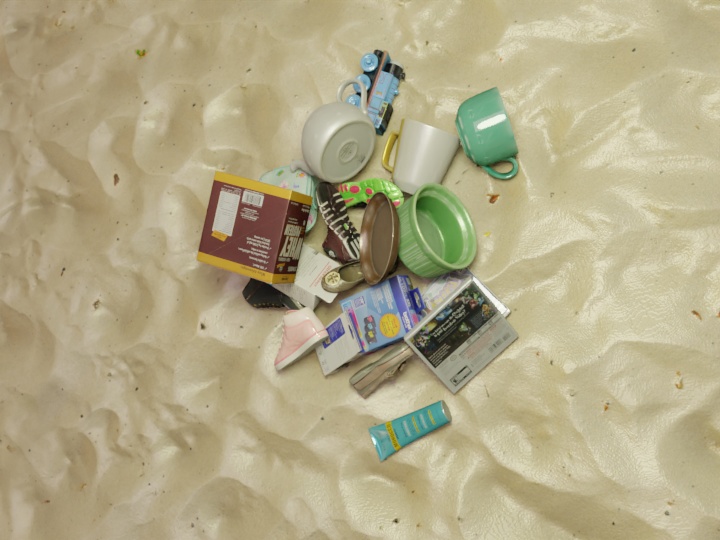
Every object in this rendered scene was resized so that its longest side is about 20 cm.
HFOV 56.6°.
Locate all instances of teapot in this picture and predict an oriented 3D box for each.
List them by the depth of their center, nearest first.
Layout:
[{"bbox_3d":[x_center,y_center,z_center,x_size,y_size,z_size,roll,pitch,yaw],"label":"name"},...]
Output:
[{"bbox_3d":[-0.066,-0.320,1.570,0.197,0.200,0.146,-28,55,-21],"label":"teapot"}]

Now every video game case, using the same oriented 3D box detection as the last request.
[{"bbox_3d":[0.223,0.145,1.480,0.199,0.023,0.182,-42,107,7],"label":"video game case"},{"bbox_3d":[0.216,0.103,1.541,0.182,0.023,0.201,45,98,18],"label":"video game case"}]

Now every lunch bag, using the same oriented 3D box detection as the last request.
[{"bbox_3d":[-0.177,-0.168,1.641,0.156,0.078,0.204,-10,49,14],"label":"lunch bag"}]

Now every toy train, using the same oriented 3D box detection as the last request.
[{"bbox_3d":[0.038,-0.437,1.641,0.112,0.087,0.205,21,89,11],"label":"toy train"}]

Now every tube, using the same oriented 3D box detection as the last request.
[{"bbox_3d":[0.114,0.360,1.534,0.197,0.050,0.079,-30,67,18],"label":"tube"}]

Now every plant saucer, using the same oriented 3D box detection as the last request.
[{"bbox_3d":[0.045,-0.071,1.483,0.031,0.200,0.207,3,82,-20],"label":"plant saucer"}]

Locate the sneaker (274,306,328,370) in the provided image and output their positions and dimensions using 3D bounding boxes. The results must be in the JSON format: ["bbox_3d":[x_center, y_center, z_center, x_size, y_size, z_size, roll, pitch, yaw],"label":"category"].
[{"bbox_3d":[-0.159,0.156,1.603,0.200,0.075,0.106,-41,77,41],"label":"sneaker"}]

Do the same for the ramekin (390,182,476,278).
[{"bbox_3d":[0.159,-0.082,1.492,0.097,0.197,0.205,-30,73,44],"label":"ramekin"}]

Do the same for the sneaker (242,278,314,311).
[{"bbox_3d":[-0.204,0.076,1.669,0.199,0.074,0.107,42,108,20],"label":"sneaker"}]

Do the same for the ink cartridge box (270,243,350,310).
[{"bbox_3d":[-0.131,0.012,1.609,0.197,0.067,0.116,30,52,12],"label":"ink cartridge box"}]

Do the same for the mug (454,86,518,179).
[{"bbox_3d":[0.282,-0.301,1.501,0.112,0.152,0.190,-19,77,14],"label":"mug"}]

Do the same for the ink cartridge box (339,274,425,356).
[{"bbox_3d":[0.065,0.098,1.546,0.197,0.076,0.140,-25,78,23],"label":"ink cartridge box"}]

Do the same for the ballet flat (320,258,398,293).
[{"bbox_3d":[0.000,0.000,1.567,0.195,0.047,0.069,-16,61,-15],"label":"ballet flat"}]

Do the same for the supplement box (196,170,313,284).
[{"bbox_3d":[-0.235,-0.094,1.502,0.192,0.132,0.206,15,94,16],"label":"supplement box"}]

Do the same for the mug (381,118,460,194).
[{"bbox_3d":[0.138,-0.257,1.573,0.146,0.187,0.157,17,98,-13],"label":"mug"}]

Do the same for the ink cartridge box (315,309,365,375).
[{"bbox_3d":[-0.045,0.166,1.552,0.200,0.038,0.102,-41,65,54],"label":"ink cartridge box"}]

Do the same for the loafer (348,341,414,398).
[{"bbox_3d":[0.058,0.230,1.541,0.199,0.072,0.064,-36,89,35],"label":"loafer"}]

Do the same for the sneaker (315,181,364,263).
[{"bbox_3d":[-0.073,-0.103,1.611,0.115,0.075,0.204,-27,90,51],"label":"sneaker"}]

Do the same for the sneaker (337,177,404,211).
[{"bbox_3d":[0.030,-0.184,1.588,0.197,0.083,0.079,11,108,41],"label":"sneaker"}]
